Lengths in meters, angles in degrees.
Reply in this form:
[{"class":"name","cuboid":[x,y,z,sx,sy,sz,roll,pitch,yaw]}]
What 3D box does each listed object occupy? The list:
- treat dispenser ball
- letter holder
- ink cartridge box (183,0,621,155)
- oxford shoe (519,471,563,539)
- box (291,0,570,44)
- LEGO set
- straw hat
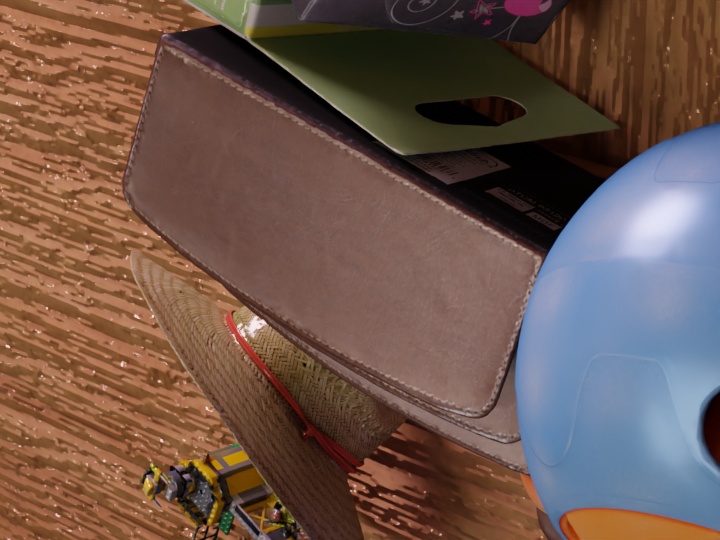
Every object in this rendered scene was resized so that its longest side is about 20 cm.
[{"class":"treat dispenser ball","cuboid":[0.156,0.043,0.865,0.200,0.200,0.202,18,115,44]},{"class":"letter holder","cuboid":[0.000,0.000,1.004,0.199,0.100,0.143,31,116,25]},{"class":"ink cartridge box","cuboid":[0.005,-0.120,1.025,0.200,0.145,0.048,35,120,36]},{"class":"oxford shoe","cuboid":[0.156,0.121,1.006,0.199,0.071,0.073,20,136,48]},{"class":"box","cuboid":[0.056,-0.197,0.940,0.200,0.131,0.115,-50,50,42]},{"class":"LEGO set","cuboid":[-0.094,0.198,1.258,0.154,0.115,0.201,51,134,25]},{"class":"straw hat","cuboid":[-0.020,0.048,1.146,0.085,0.201,0.202,-36,69,3]}]
